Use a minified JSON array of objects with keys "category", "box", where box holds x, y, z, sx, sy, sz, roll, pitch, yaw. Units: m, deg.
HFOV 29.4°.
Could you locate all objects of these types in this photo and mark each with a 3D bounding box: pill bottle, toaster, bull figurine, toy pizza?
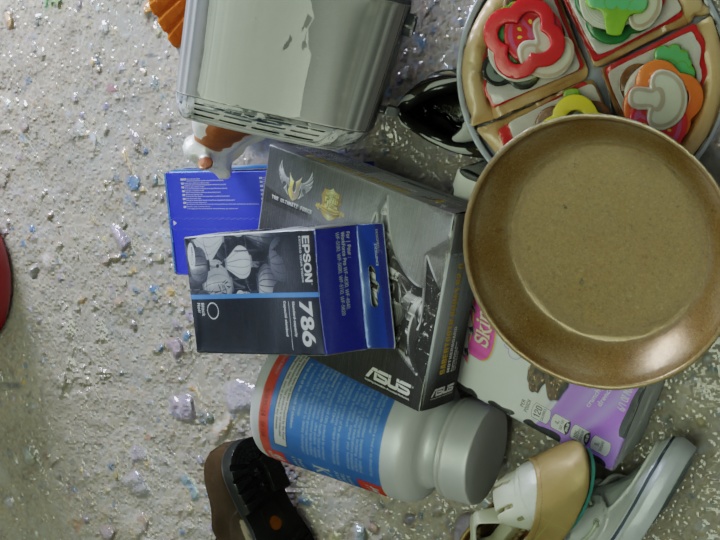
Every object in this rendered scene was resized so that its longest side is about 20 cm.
[{"category":"pill bottle","box":[0.016,0.128,1.144,0.198,0.112,0.114,14,108,29]},{"category":"toaster","box":[-0.061,-0.169,1.035,0.197,0.114,0.131,13,100,4]},{"category":"bull figurine","box":[-0.085,-0.168,1.134,0.065,0.120,0.203,-126,37,-63]},{"category":"toy pizza","box":[0.168,-0.143,0.987,0.197,0.032,0.203,0,92,2]}]

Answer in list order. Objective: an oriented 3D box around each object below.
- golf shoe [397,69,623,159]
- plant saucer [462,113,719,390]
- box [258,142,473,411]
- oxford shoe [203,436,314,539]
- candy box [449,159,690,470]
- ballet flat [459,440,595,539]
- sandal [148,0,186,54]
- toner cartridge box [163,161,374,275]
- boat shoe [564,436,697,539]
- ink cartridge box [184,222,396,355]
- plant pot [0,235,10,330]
[{"category":"golf shoe","box":[0.120,-0.110,1.041,0.198,0.094,0.079,6,103,28]},{"category":"plant saucer","box":[0.170,-0.015,0.968,0.198,0.035,0.203,9,112,22]},{"category":"box","box":[0.000,0.000,1.090,0.199,0.048,0.161,24,113,37]},{"category":"oxford shoe","box":[-0.092,0.253,1.273,0.084,0.072,0.203,-15,91,49]},{"category":"candy box","box":[0.147,0.030,1.067,0.198,0.071,0.170,27,114,23]},{"category":"ballet flat","box":[0.124,0.193,1.074,0.201,0.062,0.069,110,161,-54]},{"category":"sandal","box":[-0.128,-0.215,1.189,0.078,0.059,0.209,-5,120,26]},{"category":"toner cartridge box","box":[-0.078,-0.044,1.202,0.198,0.043,0.096,2,101,30]},{"category":"boat shoe","box":[0.189,0.200,1.080,0.066,0.073,0.202,35,117,17]},{"category":"ink cartridge box","box":[-0.060,0.016,1.089,0.198,0.039,0.101,-4,94,42]},{"category":"plant pot","box":[-0.482,0.015,1.378,0.198,0.182,0.203,8,107,27]}]
